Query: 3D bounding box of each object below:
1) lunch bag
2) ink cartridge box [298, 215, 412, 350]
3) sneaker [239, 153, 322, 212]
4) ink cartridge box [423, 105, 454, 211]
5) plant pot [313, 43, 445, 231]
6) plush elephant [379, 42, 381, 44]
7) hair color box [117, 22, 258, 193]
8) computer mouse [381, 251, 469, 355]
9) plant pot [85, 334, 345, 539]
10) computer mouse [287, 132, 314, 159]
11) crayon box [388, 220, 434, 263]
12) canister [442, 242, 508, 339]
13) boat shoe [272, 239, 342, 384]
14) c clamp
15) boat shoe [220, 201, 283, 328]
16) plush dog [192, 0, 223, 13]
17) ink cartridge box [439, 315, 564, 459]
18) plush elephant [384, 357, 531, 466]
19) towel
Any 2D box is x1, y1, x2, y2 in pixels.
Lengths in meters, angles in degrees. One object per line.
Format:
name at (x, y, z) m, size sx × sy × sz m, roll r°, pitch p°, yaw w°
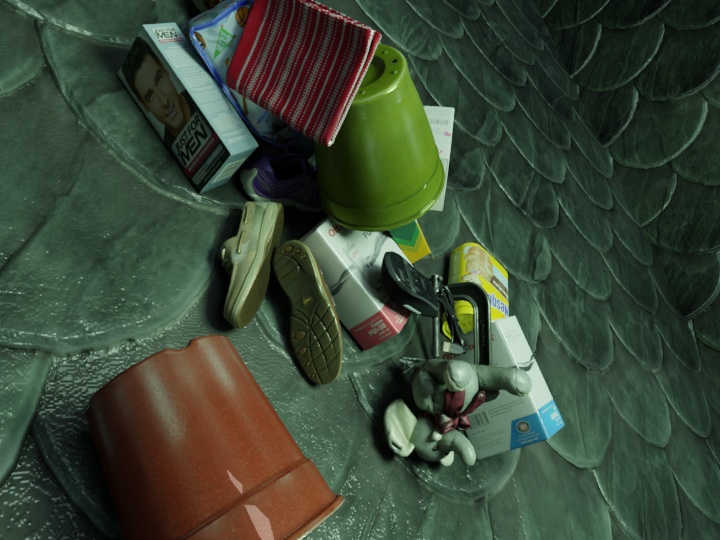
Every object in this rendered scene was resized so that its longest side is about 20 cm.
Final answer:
lunch bag at (-0.161, -0.299, 0.812) m, size 0.202 × 0.123 × 0.171 m, roll 62°, pitch 0°, yaw -31°
ink cartridge box at (0.000, 0.000, 0.858) m, size 0.201 × 0.082 × 0.147 m, roll 52°, pitch 39°, yaw -7°
sneaker at (-0.094, -0.145, 0.857) m, size 0.198 × 0.083 × 0.082 m, roll -10°, pitch 72°, yaw -51°
ink cartridge box at (0.111, -0.218, 1.059) m, size 0.126 × 0.126 × 0.202 m, roll 7°, pitch 47°, yaw 9°
plant pot at (0.012, -0.195, 0.751) m, size 0.194 × 0.197 × 0.203 m, roll 71°, pitch 17°, yaw -51°
plush elephant at (-0.012, -0.285, 0.963) m, size 0.164 × 0.198 × 0.157 m, roll 5°, pitch 63°, yaw -53°
hair color box at (-0.239, -0.222, 0.740) m, size 0.201 × 0.099 × 0.061 m, roll 56°, pitch 40°, yaw -2°
computer mouse at (0.092, 0.062, 0.812) m, size 0.199 × 0.046 × 0.142 m, roll 30°, pitch 36°, yaw -45°
plant pot at (-0.147, 0.183, 0.504) m, size 0.199 × 0.201 × 0.197 m, roll -14°, pitch 66°, yaw -50°
computer mouse at (-0.087, -0.280, 0.884) m, size 0.058 × 0.034 × 0.204 m, roll 6°, pitch 84°, yaw -4°
crayon box at (0.066, -0.094, 0.954) m, size 0.127 × 0.051 × 0.200 m, roll 64°, pitch 6°, yaw 28°
canister at (0.235, 0.059, 1.070) m, size 0.148 × 0.086 × 0.202 m, roll 39°, pitch 40°, yaw -22°
boat shoe at (-0.064, 0.056, 0.758) m, size 0.067 × 0.071 × 0.203 m, roll 3°, pitch 71°, yaw -76°
c clamp at (0.151, 0.100, 0.924) m, size 0.027 × 0.169 × 0.204 m, roll 13°, pitch 69°, yaw -51°
boat shoe at (-0.155, -0.014, 0.724) m, size 0.064 × 0.073 × 0.202 m, roll 9°, pitch 54°, yaw 1°
plush dog at (-0.213, -0.474, 0.940) m, size 0.169 × 0.162 × 0.201 m, roll -5°, pitch 39°, yaw -33°
ink cartridge box at (0.234, 0.199, 0.924) m, size 0.084 × 0.144 × 0.203 m, roll -5°, pitch 69°, yaw -50°
plush elephant at (0.124, 0.214, 0.789) m, size 0.163 × 0.198 × 0.158 m, roll 14°, pitch 77°, yaw -39°
towel at (-0.081, -0.260, 0.664) m, size 0.199 × 0.146 × 0.022 m, roll 35°, pitch 18°, yaw 26°
